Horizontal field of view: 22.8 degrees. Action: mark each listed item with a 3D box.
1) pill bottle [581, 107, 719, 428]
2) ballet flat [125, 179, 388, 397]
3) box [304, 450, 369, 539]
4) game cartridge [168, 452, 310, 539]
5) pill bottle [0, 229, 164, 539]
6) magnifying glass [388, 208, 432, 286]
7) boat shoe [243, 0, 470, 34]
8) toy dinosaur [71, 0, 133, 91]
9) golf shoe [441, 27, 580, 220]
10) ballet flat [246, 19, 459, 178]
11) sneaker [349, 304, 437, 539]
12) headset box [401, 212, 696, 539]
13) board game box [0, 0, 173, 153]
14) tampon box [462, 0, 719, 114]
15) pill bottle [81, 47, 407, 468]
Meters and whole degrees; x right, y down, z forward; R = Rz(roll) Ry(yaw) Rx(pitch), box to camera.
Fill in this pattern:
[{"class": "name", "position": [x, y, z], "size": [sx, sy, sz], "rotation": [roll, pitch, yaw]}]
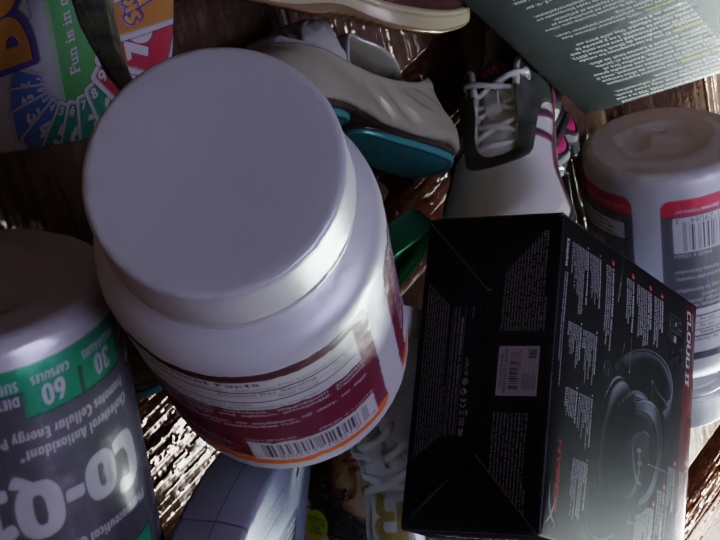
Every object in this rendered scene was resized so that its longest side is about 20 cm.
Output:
[{"class": "pill bottle", "position": [0.209, 0.002, 1.200], "size": [0.110, 0.110, 0.202], "rotation": [-36, 129, -41]}, {"class": "ballet flat", "position": [-0.062, -0.018, 0.881], "size": [0.200, 0.067, 0.073], "rotation": [-38, 111, -35]}, {"class": "box", "position": [0.008, 0.152, 0.976], "size": [0.050, 0.075, 0.203], "rotation": [-6, 91, -53]}, {"class": "game cartridge", "position": [-0.060, 0.154, 0.842], "size": [0.200, 0.041, 0.135], "rotation": [-52, 145, -75]}, {"class": "pill bottle", "position": [-0.143, 0.095, 0.756], "size": [0.113, 0.112, 0.202], "rotation": [-34, 128, -42]}, {"class": "magnifying glass", "position": [0.000, 0.000, 0.919], "size": [0.080, 0.022, 0.200], "rotation": [-50, 173, 6]}, {"class": "boat shoe", "position": [-0.010, -0.162, 0.886], "size": [0.199, 0.072, 0.073], "rotation": [2, 102, -47]}, {"class": "toy dinosaur", "position": [-0.108, -0.150, 0.736], "size": [0.088, 0.047, 0.202], "rotation": [-14, 79, -58]}, {"class": "golf shoe", "position": [0.076, -0.067, 0.997], "size": [0.201, 0.076, 0.089], "rotation": [-75, 149, -62]}, {"class": "ballet flat", "position": [-0.018, -0.093, 0.912], "size": [0.199, 0.069, 0.070], "rotation": [12, 92, -56]}, {"class": "sneaker", "position": [0.017, 0.084, 0.879], "size": [0.199, 0.073, 0.117], "rotation": [22, 67, -47]}, {"class": "headset box", "position": [0.104, 0.071, 0.893], "size": [0.200, 0.076, 0.151], "rotation": [26, 66, -57]}, {"class": "board game box", "position": [-0.155, -0.098, 0.750], "size": [0.199, 0.030, 0.097], "rotation": [-15, 113, -48]}, {"class": "tampon box", "position": [0.127, -0.204, 0.965], "size": [0.200, 0.125, 0.152], "rotation": [33, 49, -52]}, {"class": "pill bottle", "position": [-0.043, 0.000, 0.712], "size": [0.115, 0.113, 0.200], "rotation": [-62, 166, -17]}]
